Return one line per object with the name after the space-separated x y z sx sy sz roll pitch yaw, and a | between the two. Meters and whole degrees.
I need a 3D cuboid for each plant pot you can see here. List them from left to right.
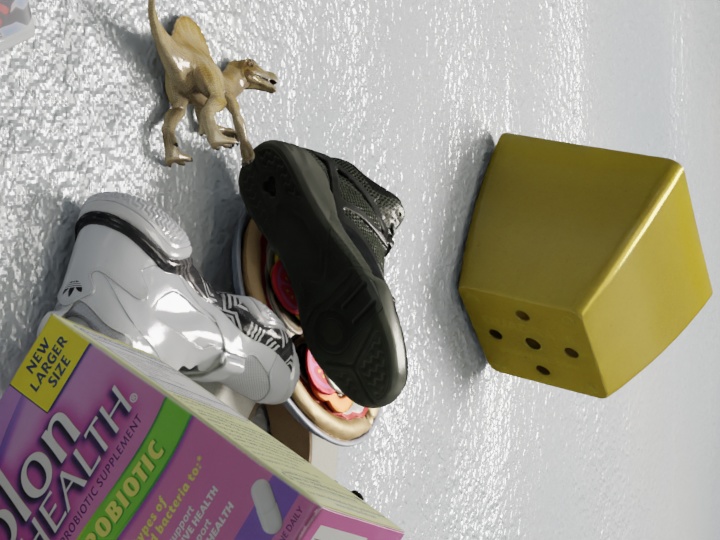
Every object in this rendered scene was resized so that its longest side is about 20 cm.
0.207 0.008 1.501 0.176 0.200 0.200 -56 141 -28 | plant pot

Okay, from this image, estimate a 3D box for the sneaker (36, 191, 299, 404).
-0.121 0.052 0.947 0.200 0.075 0.115 49 51 -37 | sneaker

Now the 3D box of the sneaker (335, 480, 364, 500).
-0.032 0.182 1.042 0.200 0.098 0.071 36 59 -60 | sneaker

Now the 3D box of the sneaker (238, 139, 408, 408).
0.000 0.000 1.058 0.114 0.076 0.199 0 56 -50 | sneaker

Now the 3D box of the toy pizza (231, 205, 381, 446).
-0.027 0.030 1.117 0.200 0.032 0.200 46 32 -42 | toy pizza

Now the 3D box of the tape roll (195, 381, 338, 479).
-0.075 0.134 1.100 0.203 0.037 0.203 -10 102 -62 | tape roll

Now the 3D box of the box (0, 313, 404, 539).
-0.113 0.151 0.782 0.176 0.200 0.097 -59 148 0 | box

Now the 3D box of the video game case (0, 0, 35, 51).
-0.244 -0.176 0.748 0.200 0.023 0.182 -43 130 -55 | video game case

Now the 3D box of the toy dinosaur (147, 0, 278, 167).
-0.111 -0.124 1.004 0.200 0.058 0.101 26 54 -70 | toy dinosaur
